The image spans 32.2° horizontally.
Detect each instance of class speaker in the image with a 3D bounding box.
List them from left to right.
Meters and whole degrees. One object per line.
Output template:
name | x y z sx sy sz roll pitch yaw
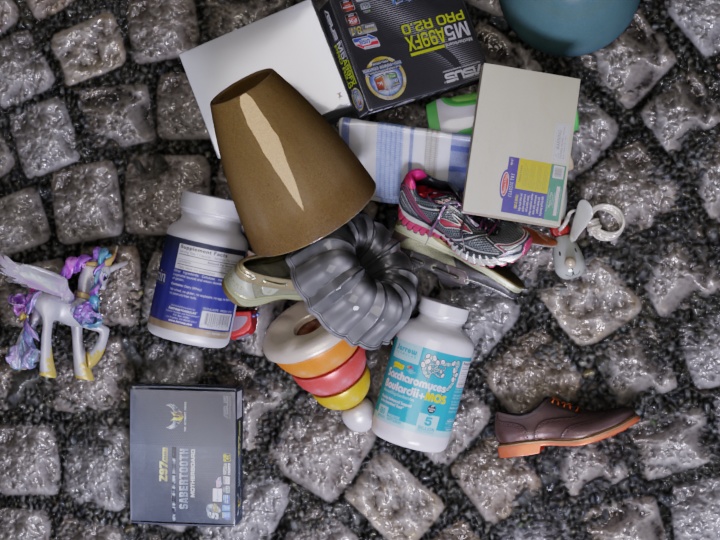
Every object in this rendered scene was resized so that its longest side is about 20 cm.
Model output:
speaker | 0.194 -0.210 1.710 0.199 0.088 0.089 -10 90 7

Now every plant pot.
plant pot | -0.107 -0.152 1.617 0.186 0.186 0.200 -27 110 7
plant pot | 0.283 -0.396 1.673 0.199 0.135 0.201 0 92 7

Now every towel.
towel | 0.065 -0.146 1.716 0.199 0.147 0.024 7 49 7

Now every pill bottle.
pill bottle | -0.216 -0.003 1.702 0.115 0.116 0.201 13 91 6
pill bottle | 0.090 0.141 1.719 0.110 0.111 0.201 15 93 6

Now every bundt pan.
bundt pan | 0.000 0.000 1.660 0.076 0.202 0.202 -38 86 32

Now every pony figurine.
pony figurine | -0.438 0.048 1.777 0.192 0.166 0.201 12 89 -26

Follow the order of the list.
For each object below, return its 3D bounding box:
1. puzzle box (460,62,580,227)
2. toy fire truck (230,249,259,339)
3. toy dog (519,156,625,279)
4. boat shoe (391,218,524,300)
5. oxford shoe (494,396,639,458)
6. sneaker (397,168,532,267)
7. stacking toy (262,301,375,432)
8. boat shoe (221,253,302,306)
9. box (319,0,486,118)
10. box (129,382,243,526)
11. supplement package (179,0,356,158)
puzzle box | 0.209 -0.163 1.638 0.132 0.025 0.201 10 85 -4
toy fire truck | -0.149 -0.004 1.776 0.140 0.049 0.201 -4 90 7
toy dog | 0.264 -0.092 1.700 0.132 0.096 0.200 -39 86 7
boat shoe | 0.129 -0.004 1.735 0.200 0.072 0.066 29 103 13
oxford shoe | 0.282 0.206 1.719 0.199 0.071 0.073 -12 85 7
sneaker | 0.136 -0.069 1.673 0.199 0.081 0.075 23 139 21
stacking toy | -0.034 0.142 1.736 0.146 0.146 0.200 -24 117 7
boat shoe | -0.092 -0.003 1.682 0.073 0.200 0.063 61 138 24
box | 0.062 -0.310 1.701 0.199 0.044 0.161 -19 88 -24
box | -0.250 0.263 1.793 0.157 0.051 0.201 2 92 8
supplement package | -0.124 -0.260 1.737 0.199 0.111 0.156 -21 89 6
